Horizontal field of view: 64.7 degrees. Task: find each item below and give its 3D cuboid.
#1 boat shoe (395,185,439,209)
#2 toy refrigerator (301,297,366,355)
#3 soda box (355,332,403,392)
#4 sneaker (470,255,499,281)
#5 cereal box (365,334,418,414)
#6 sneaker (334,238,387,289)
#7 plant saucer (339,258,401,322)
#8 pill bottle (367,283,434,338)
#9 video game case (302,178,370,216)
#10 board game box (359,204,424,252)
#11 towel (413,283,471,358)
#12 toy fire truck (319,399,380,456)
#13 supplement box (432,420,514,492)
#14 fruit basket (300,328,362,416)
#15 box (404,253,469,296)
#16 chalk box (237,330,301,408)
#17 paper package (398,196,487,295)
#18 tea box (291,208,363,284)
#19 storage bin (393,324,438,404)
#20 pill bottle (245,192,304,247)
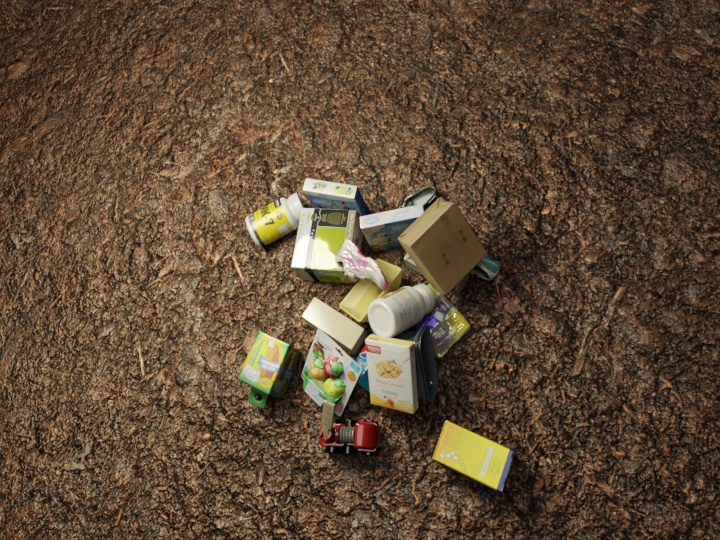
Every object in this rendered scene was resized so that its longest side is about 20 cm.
[{"bbox_3d":[0.167,-0.210,1.852,0.198,0.060,0.076,-37,67,-1],"label":"boat shoe"},{"bbox_3d":[-0.081,0.175,1.775,0.196,0.070,0.077,30,72,20],"label":"toy refrigerator"},{"bbox_3d":[0.048,0.253,1.703,0.063,0.068,0.203,22,75,50],"label":"soda box"},{"bbox_3d":[0.342,-0.046,1.758,0.199,0.078,0.079,40,64,17],"label":"sneaker"},{"bbox_3d":[0.087,0.286,1.577,0.140,0.039,0.207,5,112,31],"label":"cereal box"},{"bbox_3d":[0.000,0.000,1.678,0.089,0.082,0.199,-47,60,-6],"label":"sneaker"},{"bbox_3d":[0.039,0.069,1.746,0.048,0.199,0.201,41,84,-22],"label":"plant saucer"},{"bbox_3d":[0.124,0.111,1.652,0.197,0.116,0.115,-22,59,-41],"label":"pill bottle"},{"bbox_3d":[-0.074,-0.222,1.839,0.175,0.200,0.047,12,75,17],"label":"video game case"},{"bbox_3d":[0.111,-0.126,1.761,0.193,0.200,0.045,-10,67,10],"label":"board game box"},{"bbox_3d":[0.230,0.148,1.732,0.142,0.023,0.202,-38,67,-1],"label":"towel"},{"bbox_3d":[-0.041,0.444,1.596,0.169,0.201,0.133,0,70,13],"label":"toy fire truck"},{"bbox_3d":[0.306,0.504,1.541,0.195,0.109,0.112,20,76,20],"label":"supplement box"},{"bbox_3d":[-0.095,0.303,1.670,0.184,0.204,0.093,39,40,23],"label":"fruit basket"},{"bbox_3d":[0.236,-0.010,1.760,0.197,0.069,0.083,30,80,22],"label":"box"},{"bbox_3d":[-0.285,0.313,1.744,0.121,0.124,0.205,18,75,19],"label":"chalk box"},{"bbox_3d":[0.238,-0.070,1.633,0.190,0.103,0.201,-42,112,-2],"label":"paper package"},{"bbox_3d":[-0.100,-0.078,1.831,0.190,0.134,0.207,4,72,15],"label":"tea box"},{"bbox_3d":[0.140,0.267,1.637,0.130,0.146,0.207,-5,107,21],"label":"storage bin"},{"bbox_3d":[-0.279,-0.173,1.920,0.196,0.115,0.117,-28,67,2],"label":"pill bottle"}]
